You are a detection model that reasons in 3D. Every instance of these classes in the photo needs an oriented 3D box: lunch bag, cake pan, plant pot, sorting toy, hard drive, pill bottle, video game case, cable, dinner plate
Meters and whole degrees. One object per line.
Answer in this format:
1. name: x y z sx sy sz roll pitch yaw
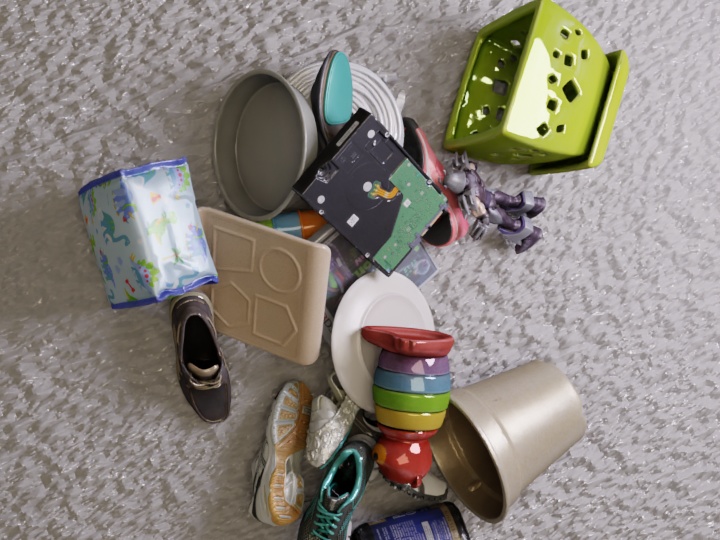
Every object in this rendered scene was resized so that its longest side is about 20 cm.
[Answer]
1. lunch bag: -0.292 -0.042 1.152 0.127 0.199 0.172 -19 96 -45
2. cake pan: -0.128 -0.167 1.194 0.036 0.199 0.203 -3 91 -46
3. plant pot: 0.257 -0.244 1.266 0.179 0.199 0.203 19 85 -18
4. sorting toy: -0.138 0.019 1.189 0.198 0.037 0.187 16 120 14
5. hard drive: 0.019 -0.099 1.169 0.140 0.038 0.200 -49 129 0
6. plant pot: 0.215 0.226 1.267 0.182 0.200 0.203 -24 95 -22
7. pill bottle: 0.053 0.408 1.259 0.197 0.112 0.114 -11 92 -12
8. video game case: 0.000 0.000 1.255 0.200 0.023 0.183 -41 125 -10
9. cable: -0.036 -0.194 1.250 0.197 0.069 0.203 5 93 -3
10. dinner plate: 0.041 0.100 1.242 0.198 0.024 0.203 3 85 -42

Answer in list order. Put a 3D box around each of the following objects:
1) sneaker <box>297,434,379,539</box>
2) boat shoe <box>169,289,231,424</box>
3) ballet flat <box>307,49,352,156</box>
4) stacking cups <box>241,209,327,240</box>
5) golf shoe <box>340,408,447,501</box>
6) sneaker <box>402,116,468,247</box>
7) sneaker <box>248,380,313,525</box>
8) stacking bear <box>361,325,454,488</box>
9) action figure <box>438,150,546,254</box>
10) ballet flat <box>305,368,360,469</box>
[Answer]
1. sneaker: -0.039 0.315 1.185 0.077 0.091 0.202 20 84 14
2. boat shoe: -0.219 0.128 1.198 0.073 0.073 0.202 -14 114 -7
3. ballet flat: -0.046 -0.190 1.184 0.072 0.073 0.203 -7 99 -12
4. stacking cups: -0.104 -0.059 1.244 0.197 0.060 0.061 -11 92 -8
5. golf shoe: 0.053 0.263 1.278 0.198 0.078 0.095 30 84 -12
6. sneaker: 0.100 -0.129 1.301 0.086 0.073 0.202 -9 75 -53
7. sneaker: -0.120 0.254 1.243 0.075 0.087 0.202 25 61 -31
8. stacking bear: 0.062 0.183 1.175 0.113 0.121 0.203 3 94 -34
9. action figure: 0.184 -0.095 1.275 0.199 0.069 0.132 23 57 -35
10. ballet flat: -0.032 0.182 1.238 0.072 0.072 0.201 42 57 -9
